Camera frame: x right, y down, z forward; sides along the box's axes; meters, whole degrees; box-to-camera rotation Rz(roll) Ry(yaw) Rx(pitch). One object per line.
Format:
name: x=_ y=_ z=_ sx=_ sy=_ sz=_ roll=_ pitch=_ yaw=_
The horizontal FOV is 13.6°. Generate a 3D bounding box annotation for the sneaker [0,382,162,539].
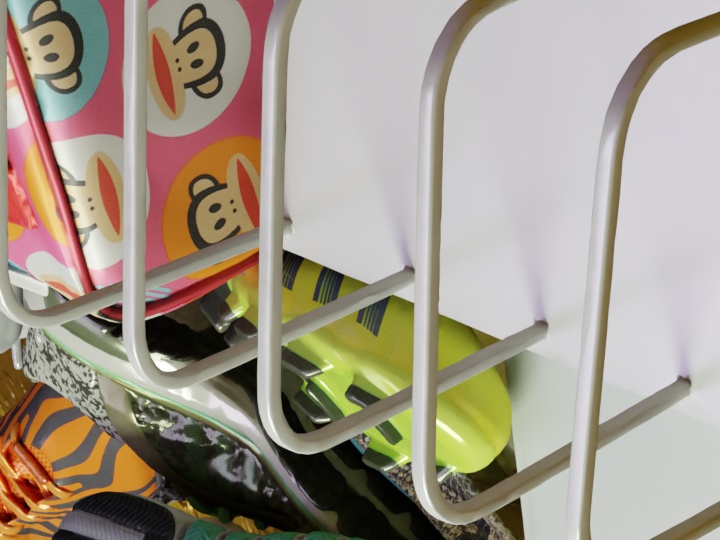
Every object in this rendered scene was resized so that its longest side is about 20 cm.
sneaker: x=-0.144 y=0.096 z=1.253 sx=0.078 sy=0.112 sz=0.200 roll=56 pitch=155 yaw=7

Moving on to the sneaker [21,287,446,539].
sneaker: x=-0.036 y=0.057 z=1.015 sx=0.200 sy=0.077 sz=0.089 roll=39 pitch=140 yaw=7

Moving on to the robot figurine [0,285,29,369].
robot figurine: x=-0.130 y=-0.054 z=1.064 sx=0.201 sy=0.112 sz=0.170 roll=94 pitch=178 yaw=-50

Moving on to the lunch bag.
lunch bag: x=-0.064 y=-0.089 z=0.832 sx=0.082 sy=0.176 sz=0.201 roll=25 pitch=137 yaw=45

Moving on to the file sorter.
file sorter: x=0.020 y=-0.028 z=0.727 sx=0.199 sy=0.124 sz=0.140 roll=22 pitch=120 yaw=36

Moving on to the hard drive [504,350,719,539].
hard drive: x=0.093 y=0.057 z=0.807 sx=0.132 sy=0.027 sz=0.201 roll=10 pitch=113 yaw=49

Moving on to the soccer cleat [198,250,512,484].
soccer cleat: x=-0.001 y=-0.001 z=0.899 sx=0.065 sy=0.084 sz=0.200 roll=50 pitch=174 yaw=-28

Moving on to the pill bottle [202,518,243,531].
pill bottle: x=-0.009 y=0.170 z=1.075 sx=0.200 sy=0.104 sz=0.105 roll=36 pitch=146 yaw=40

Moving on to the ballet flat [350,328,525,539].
ballet flat: x=0.062 y=0.074 z=0.918 sx=0.200 sy=0.068 sz=0.076 roll=49 pitch=137 yaw=27

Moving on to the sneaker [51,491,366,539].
sneaker: x=-0.010 y=0.123 z=0.966 sx=0.199 sy=0.075 sz=0.087 roll=20 pitch=171 yaw=40
